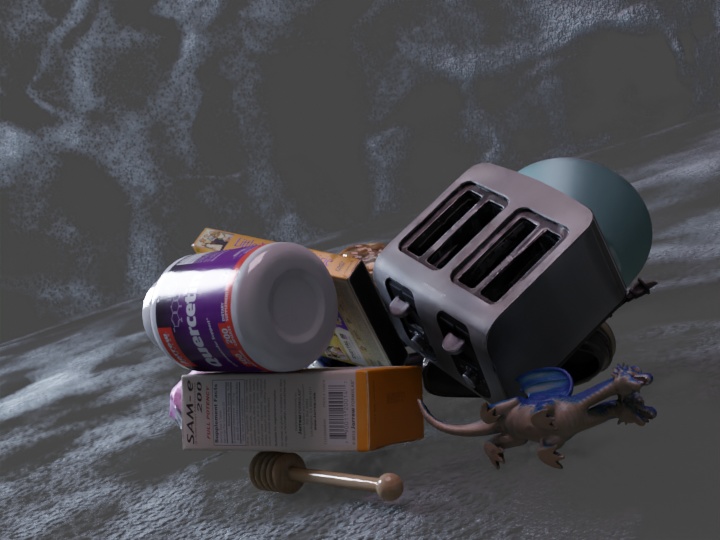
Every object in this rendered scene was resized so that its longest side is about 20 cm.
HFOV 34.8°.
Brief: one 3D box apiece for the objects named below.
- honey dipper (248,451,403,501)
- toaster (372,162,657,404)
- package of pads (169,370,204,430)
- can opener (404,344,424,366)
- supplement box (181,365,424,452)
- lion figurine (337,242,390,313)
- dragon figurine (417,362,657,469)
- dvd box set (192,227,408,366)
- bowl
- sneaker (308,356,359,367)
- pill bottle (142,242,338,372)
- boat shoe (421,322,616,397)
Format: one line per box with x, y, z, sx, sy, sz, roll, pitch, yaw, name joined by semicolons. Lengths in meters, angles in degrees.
-0.029;0.180;1.001;0.038;0.038;0.199;-23;9;-38;honey dipper
0.136;0.009;1.079;0.200;0.119;0.180;-42;41;-13;toaster
-0.125;0.107;1.290;0.200;0.076;0.120;-42;0;-16;package of pads
0.021;0.102;1.341;0.198;0.064;0.079;-19;8;-13;can opener
-0.054;0.130;1.081;0.197;0.075;0.126;-4;-4;27;supplement box
0.000;0.000;1.224;0.121;0.073;0.200;-26;11;14;lion figurine
0.150;0.119;0.962;0.198;0.060;0.099;-9;11;43;dragon figurine
-0.059;0.030;1.137;0.198;0.147;0.030;11;54;36;dvd box set
0.239;-0.018;1.349;0.198;0.202;0.105;-13;29;26;bowl
-0.038;0.124;1.229;0.198;0.089;0.075;-14;10;31;sneaker
-0.119;0.037;1.061;0.112;0.114;0.199;-23;11;-40;pill bottle
0.150;0.088;1.128;0.197;0.075;0.073;-15;10;18;boat shoe
